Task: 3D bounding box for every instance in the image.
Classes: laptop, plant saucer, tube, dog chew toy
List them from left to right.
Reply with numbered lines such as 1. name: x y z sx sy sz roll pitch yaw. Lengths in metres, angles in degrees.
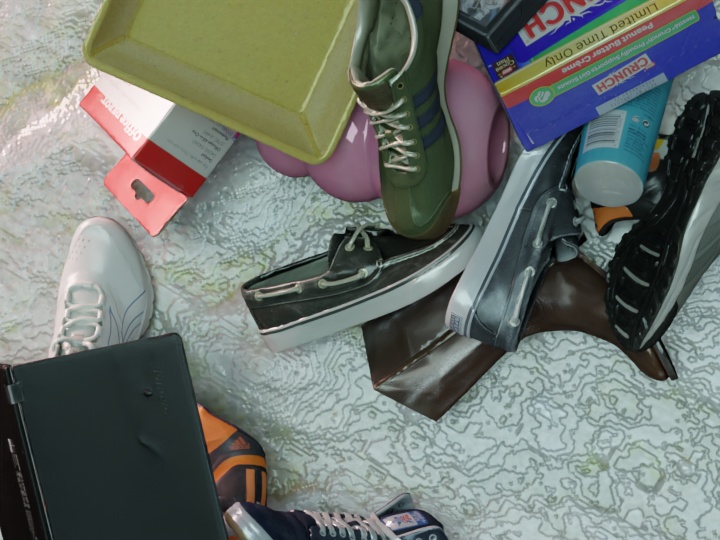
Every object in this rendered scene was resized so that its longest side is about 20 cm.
1. laptop: -0.202 0.147 1.707 0.116 0.200 0.188 -15 97 -25
2. plant saucer: -0.076 -0.206 1.655 0.200 0.048 0.200 24 96 -12
3. dog chew toy: 0.010 -0.105 1.728 0.200 0.125 0.125 7 89 18
4. tube: 0.202 -0.138 1.690 0.077 0.050 0.200 13 54 6

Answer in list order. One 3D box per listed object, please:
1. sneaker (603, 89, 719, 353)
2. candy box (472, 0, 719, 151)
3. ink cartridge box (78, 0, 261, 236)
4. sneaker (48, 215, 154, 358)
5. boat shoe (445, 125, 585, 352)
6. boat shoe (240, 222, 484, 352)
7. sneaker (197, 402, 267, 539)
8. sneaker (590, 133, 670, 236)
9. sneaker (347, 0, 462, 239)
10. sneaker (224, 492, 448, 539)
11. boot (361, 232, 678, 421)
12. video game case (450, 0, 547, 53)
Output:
1. sneaker: 0.244 -0.028 1.641 0.079 0.074 0.200 19 103 -34
2. candy box: 0.157 -0.211 1.679 0.169 0.077 0.200 -27 51 8
3. ink cartridge box: -0.140 -0.138 1.751 0.200 0.067 0.116 -53 38 4
4. sneaker: -0.209 0.056 1.773 0.074 0.087 0.200 2 87 11
5. boat shoe: 0.135 -0.033 1.675 0.068 0.072 0.200 23 72 15
6. boat shoe: 0.000 0.000 1.726 0.200 0.071 0.064 -23 106 20
7. sneaker: -0.159 0.163 1.773 0.200 0.078 0.112 -3 66 22
8. sneaker: 0.271 -0.054 1.707 0.200 0.070 0.090 7 96 14
9. sneaker: 0.022 -0.121 1.605 0.067 0.090 0.201 4 95 36
10. sneaker: -0.009 0.201 1.700 0.109 0.200 0.070 -47 38 1
11. boot: 0.116 0.065 1.726 0.200 0.064 0.186 -38 69 3
12. video game case: 0.104 -0.272 1.682 0.200 0.026 0.181 -48 49 -8
